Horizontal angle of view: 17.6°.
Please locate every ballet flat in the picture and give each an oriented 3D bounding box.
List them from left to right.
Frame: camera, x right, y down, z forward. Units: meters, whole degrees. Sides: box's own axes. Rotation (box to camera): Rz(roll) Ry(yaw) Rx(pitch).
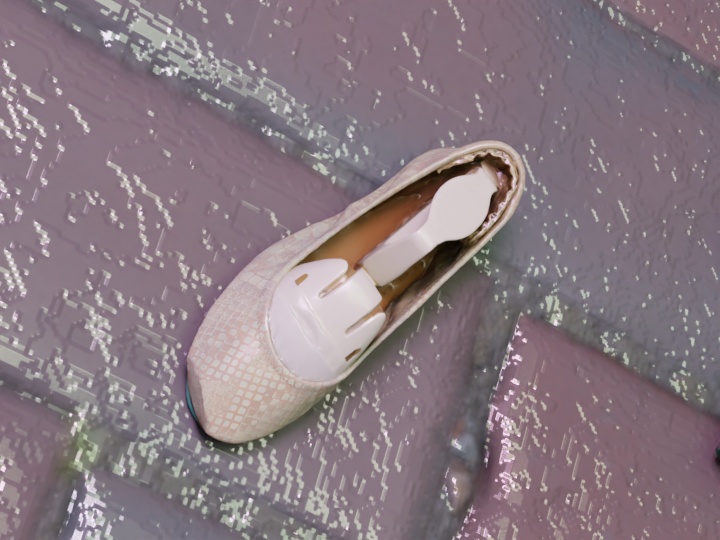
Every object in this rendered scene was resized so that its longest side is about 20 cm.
[{"bbox_3d":[0.000,0.000,1.029,0.200,0.062,0.068,-43,101,-32],"label":"ballet flat"}]

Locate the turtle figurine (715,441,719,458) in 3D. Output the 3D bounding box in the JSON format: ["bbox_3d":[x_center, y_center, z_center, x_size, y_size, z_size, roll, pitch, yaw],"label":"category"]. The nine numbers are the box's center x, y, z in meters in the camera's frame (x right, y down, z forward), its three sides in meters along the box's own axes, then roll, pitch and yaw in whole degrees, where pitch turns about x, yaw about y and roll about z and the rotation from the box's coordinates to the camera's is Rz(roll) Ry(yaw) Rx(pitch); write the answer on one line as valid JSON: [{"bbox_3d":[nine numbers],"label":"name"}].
[{"bbox_3d":[0.263,0.033,1.162,0.149,0.101,0.201,33,77,-4],"label":"turtle figurine"}]
